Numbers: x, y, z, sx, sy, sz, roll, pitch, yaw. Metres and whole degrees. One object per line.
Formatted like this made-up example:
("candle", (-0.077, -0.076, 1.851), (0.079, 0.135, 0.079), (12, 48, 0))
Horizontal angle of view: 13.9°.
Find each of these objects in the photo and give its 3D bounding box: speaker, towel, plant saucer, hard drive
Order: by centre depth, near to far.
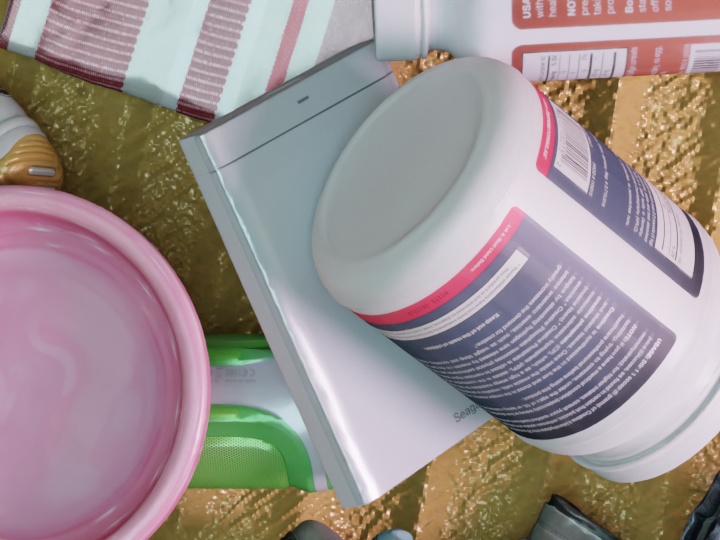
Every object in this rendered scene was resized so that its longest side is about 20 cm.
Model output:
("plant saucer", (-0.169, 0.060, 1.456), (0.200, 0.051, 0.201), (-1, 84, 10))
("hard drive", (0.000, 0.000, 1.475), (0.027, 0.132, 0.200), (-12, 105, 49))
("speaker", (-0.099, 0.073, 1.519), (0.199, 0.088, 0.089), (0, 97, 4))
("towel", (-0.074, -0.151, 1.521), (0.199, 0.023, 0.144), (19, 99, 2))

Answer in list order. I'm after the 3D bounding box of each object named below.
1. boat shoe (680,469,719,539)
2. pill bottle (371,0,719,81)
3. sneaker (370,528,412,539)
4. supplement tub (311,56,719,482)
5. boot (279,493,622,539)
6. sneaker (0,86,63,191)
("boat shoe", (0.194, 0.184, 1.507), (0.091, 0.071, 0.201), (19, 109, -5))
("pill bottle", (0.104, -0.150, 1.454), (0.199, 0.112, 0.113), (-3, 97, -1))
("sneaker", (0.069, 0.204, 1.471), (0.200, 0.078, 0.086), (34, 94, -11))
("supplement tub", (0.088, 0.002, 1.438), (0.200, 0.140, 0.140), (37, 100, -29))
("boot", (0.066, 0.163, 1.536), (0.200, 0.068, 0.131), (40, 94, -9))
("sneaker", (-0.239, -0.019, 1.534), (0.200, 0.076, 0.088), (-44, 63, 17))
